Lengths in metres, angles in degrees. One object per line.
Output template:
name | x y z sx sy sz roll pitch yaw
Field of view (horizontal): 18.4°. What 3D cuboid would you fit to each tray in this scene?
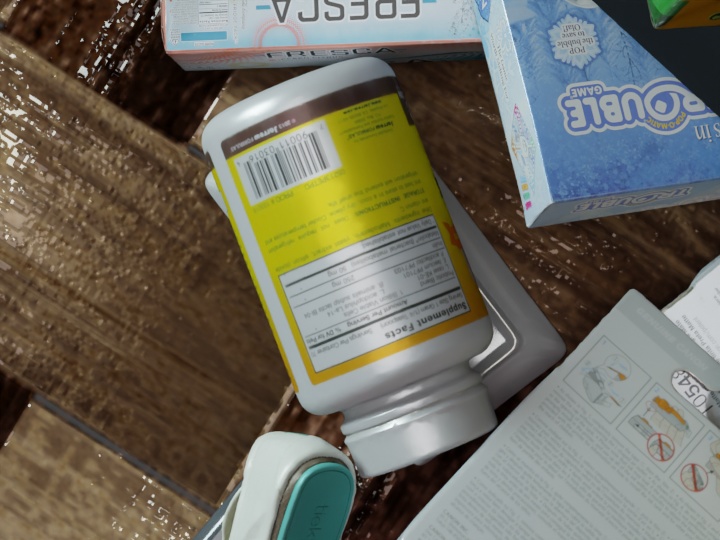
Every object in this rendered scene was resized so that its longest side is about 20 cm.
tray | 0.012 -0.003 1.211 0.107 0.022 0.200 -38 87 4

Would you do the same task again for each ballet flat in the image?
ballet flat | -0.056 0.175 1.152 0.069 0.069 0.201 19 100 4

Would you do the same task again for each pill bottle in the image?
pill bottle | 0.000 0.000 1.146 0.109 0.109 0.201 -21 89 4

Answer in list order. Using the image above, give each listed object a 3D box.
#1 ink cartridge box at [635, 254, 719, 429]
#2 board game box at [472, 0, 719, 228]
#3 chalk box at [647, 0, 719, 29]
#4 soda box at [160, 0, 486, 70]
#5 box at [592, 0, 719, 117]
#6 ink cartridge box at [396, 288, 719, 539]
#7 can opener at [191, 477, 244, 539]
ink cartridge box | 0.276 0.051 1.181 0.200 0.041 0.200 -37 86 4
board game box | 0.157 -0.134 1.135 0.198 0.043 0.201 -9 77 -18
chalk box | 0.186 -0.225 0.993 0.124 0.124 0.202 -5 74 -23
soda box | -0.005 -0.145 1.189 0.198 0.068 0.064 -1 87 5
box | 0.218 -0.178 1.100 0.141 0.079 0.200 41 66 3
ink cartridge box | 0.133 0.131 1.138 0.160 0.047 0.200 42 63 7
can opener | -0.086 0.177 1.195 0.053 0.067 0.200 40 93 3
